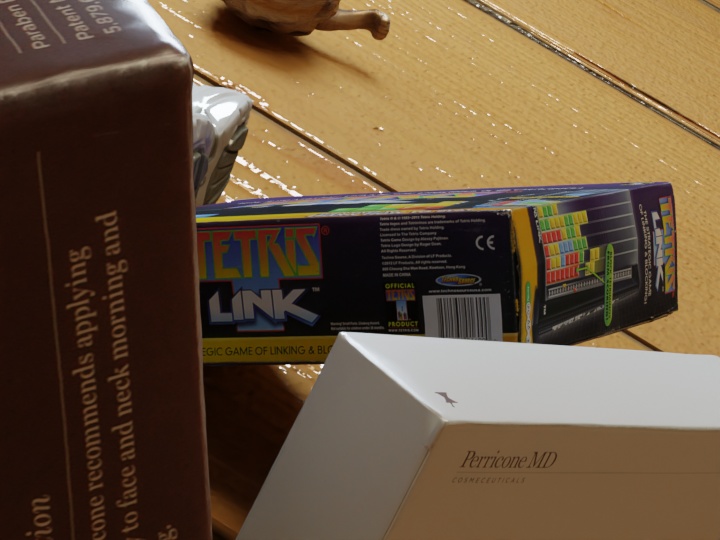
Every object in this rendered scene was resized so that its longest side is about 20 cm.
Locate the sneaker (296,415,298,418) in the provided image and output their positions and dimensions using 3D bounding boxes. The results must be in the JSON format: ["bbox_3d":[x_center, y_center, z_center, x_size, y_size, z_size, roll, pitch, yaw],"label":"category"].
[{"bbox_3d":[0.023,0.088,0.953,0.200,0.069,0.100,-15,83,-84],"label":"sneaker"}]

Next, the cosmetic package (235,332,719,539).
[{"bbox_3d":[0.038,0.097,0.811,0.052,0.151,0.200,41,21,34],"label":"cosmetic package"}]

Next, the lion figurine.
[{"bbox_3d":[-0.054,-0.185,1.599,0.122,0.073,0.200,4,13,-25],"label":"lion figurine"}]

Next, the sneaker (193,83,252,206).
[{"bbox_3d":[-0.112,-0.051,1.139,0.099,0.078,0.200,22,9,3],"label":"sneaker"}]

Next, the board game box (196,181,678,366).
[{"bbox_3d":[0.000,0.000,1.009,0.199,0.057,0.165,-2,6,25],"label":"board game box"}]

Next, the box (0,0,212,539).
[{"bbox_3d":[-0.155,0.004,0.640,0.199,0.166,0.164,-14,37,-21],"label":"box"}]
